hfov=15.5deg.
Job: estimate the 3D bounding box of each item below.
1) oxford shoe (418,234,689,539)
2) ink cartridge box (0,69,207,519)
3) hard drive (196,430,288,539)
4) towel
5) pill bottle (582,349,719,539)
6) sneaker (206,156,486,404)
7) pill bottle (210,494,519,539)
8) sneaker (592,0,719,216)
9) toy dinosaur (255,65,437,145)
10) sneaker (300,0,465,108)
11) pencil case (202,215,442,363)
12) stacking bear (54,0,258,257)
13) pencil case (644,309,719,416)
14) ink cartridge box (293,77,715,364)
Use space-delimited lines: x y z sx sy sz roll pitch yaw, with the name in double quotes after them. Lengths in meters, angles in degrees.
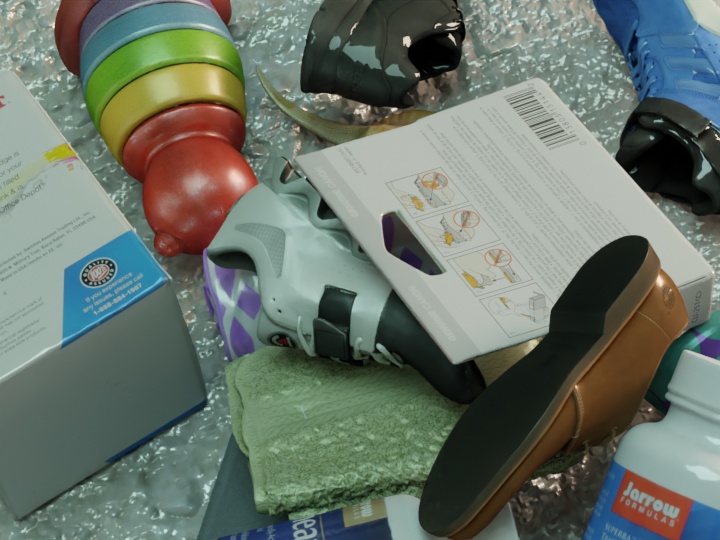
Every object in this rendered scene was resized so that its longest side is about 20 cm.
0.111 0.078 1.428 0.200 0.071 0.071 -48 27 -13 "oxford shoe"
-0.213 0.013 1.621 0.147 0.145 0.200 -31 58 -12 "ink cartridge box"
-0.025 0.160 1.564 0.139 0.033 0.201 9 60 15 "hard drive"
0.024 0.082 1.551 0.198 0.037 0.149 -10 40 -9 "towel"
0.179 0.151 1.443 0.112 0.112 0.201 20 92 21 "pill bottle"
-0.011 0.027 1.546 0.088 0.074 0.200 -44 61 -7 "sneaker"
-0.006 0.187 1.457 0.198 0.111 0.112 -14 57 0 "pill bottle"
0.190 -0.115 1.676 0.111 0.077 0.200 -33 62 -20 "sneaker"
0.015 -0.076 1.706 0.199 0.058 0.101 8 43 17 "toy dinosaur"
0.034 -0.170 1.734 0.090 0.076 0.200 21 51 12 "sneaker"
0.000 0.000 1.635 0.198 0.085 0.086 -12 18 -1 "pencil case"
-0.120 -0.099 1.704 0.121 0.114 0.201 -19 61 -3 "stacking bear"
0.254 0.107 1.520 0.200 0.092 0.085 48 112 29 "pencil case"
0.081 -0.019 1.543 0.175 0.045 0.200 -19 47 -21 "ink cartridge box"
